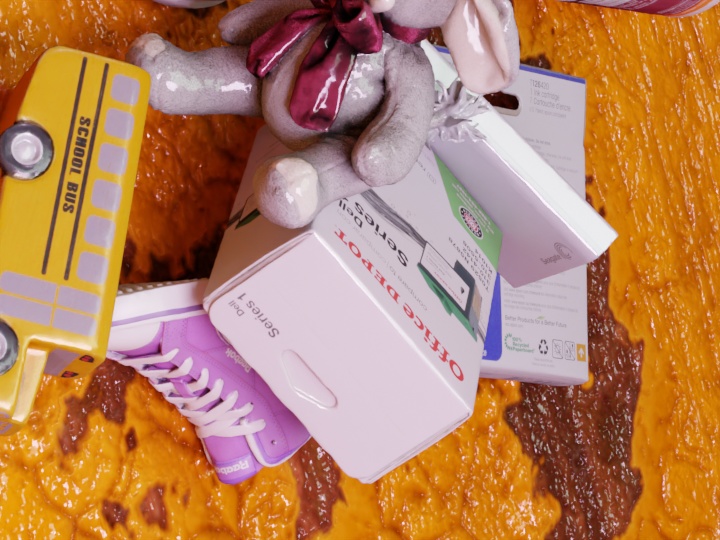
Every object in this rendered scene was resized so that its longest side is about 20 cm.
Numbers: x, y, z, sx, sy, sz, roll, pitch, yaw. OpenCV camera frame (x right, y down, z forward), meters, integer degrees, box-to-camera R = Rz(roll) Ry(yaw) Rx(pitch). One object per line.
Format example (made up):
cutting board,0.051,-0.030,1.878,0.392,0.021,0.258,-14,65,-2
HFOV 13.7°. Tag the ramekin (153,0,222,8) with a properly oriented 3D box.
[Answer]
ramekin,-0.062,-0.245,1.684,0.202,0.094,0.204,-24,118,-56

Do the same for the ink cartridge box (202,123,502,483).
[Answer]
ink cartridge box,0.000,0.000,1.671,0.146,0.084,0.200,48,25,-20

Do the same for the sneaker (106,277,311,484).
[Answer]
sneaker,-0.085,0.062,1.664,0.200,0.072,0.115,4,84,-51

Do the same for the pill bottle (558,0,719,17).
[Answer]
pill bottle,0.163,-0.232,1.981,0.199,0.114,0.115,2,83,-51

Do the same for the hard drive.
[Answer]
hard drive,0.051,-0.075,1.754,0.200,0.132,0.027,45,71,-9

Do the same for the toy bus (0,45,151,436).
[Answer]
toy bus,-0.166,-0.012,1.556,0.078,0.065,0.201,14,70,-18

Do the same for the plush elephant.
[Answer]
plush elephant,0.001,-0.132,1.588,0.199,0.165,0.156,-8,128,-31

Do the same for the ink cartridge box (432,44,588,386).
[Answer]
ink cartridge box,0.073,-0.033,1.896,0.197,0.047,0.201,8,76,-48
